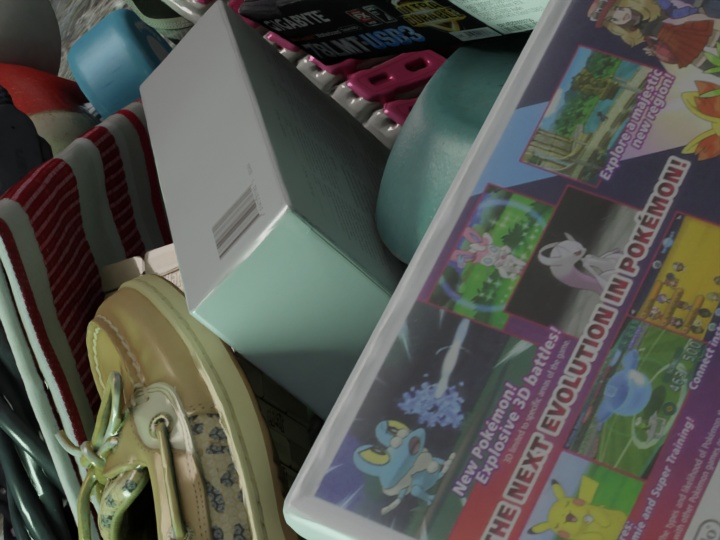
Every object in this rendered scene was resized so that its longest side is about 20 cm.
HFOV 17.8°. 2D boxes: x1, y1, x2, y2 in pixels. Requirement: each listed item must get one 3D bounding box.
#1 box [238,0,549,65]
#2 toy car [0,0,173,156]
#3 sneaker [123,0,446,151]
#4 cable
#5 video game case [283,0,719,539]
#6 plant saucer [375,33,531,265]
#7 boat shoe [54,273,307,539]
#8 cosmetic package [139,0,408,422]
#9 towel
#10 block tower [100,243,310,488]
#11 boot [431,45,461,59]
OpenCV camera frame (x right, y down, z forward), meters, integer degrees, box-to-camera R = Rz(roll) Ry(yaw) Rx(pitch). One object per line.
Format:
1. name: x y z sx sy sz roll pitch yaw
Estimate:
1. box: 0.054 -0.171 0.780 0.198 0.050 0.201 5 66 63
2. toy car: -0.174 -0.087 1.138 0.184 0.177 0.200 -38 64 13
3. sneaker: -0.033 -0.073 0.950 0.074 0.200 0.088 -36 -24 -48
4. cable: -0.139 0.039 0.884 0.163 0.051 0.201 110 147 -54
5. video game case: 0.102 0.013 0.607 0.182 0.023 0.201 20 71 24
6. plant saucer: 0.094 -0.060 0.726 0.199 0.036 0.200 -16 24 7
7. boat shoe: -0.052 0.084 0.690 0.073 0.062 0.200 92 157 -49
8. cosmetic package: 0.000 0.000 0.796 0.052 0.151 0.200 -47 23 12
9. towel: -0.079 0.017 0.863 0.023 0.145 0.200 -15 13 18
10. block tower: -0.049 0.089 0.777 0.054 0.058 0.201 -18 62 22
11. boot: 0.033 -0.102 0.956 0.166 0.072 0.201 37 134 41
